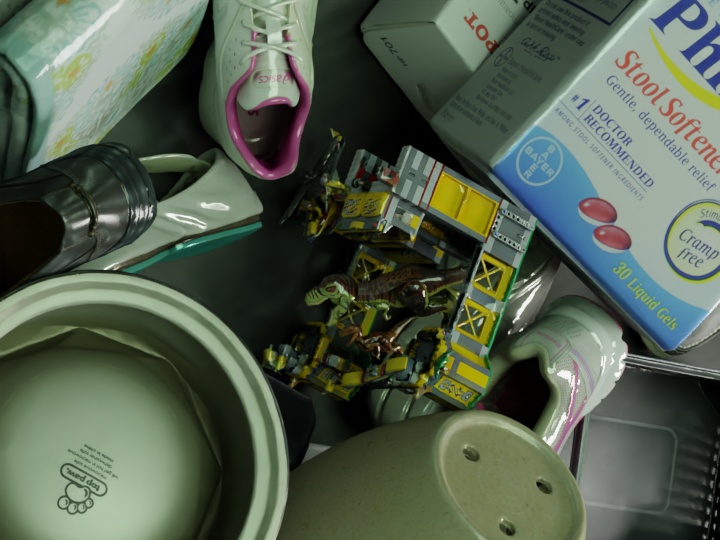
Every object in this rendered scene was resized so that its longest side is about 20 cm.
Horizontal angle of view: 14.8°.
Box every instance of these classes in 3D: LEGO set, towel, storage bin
[{"bbox_3d":[0.000,0.000,1.610,0.116,0.200,0.154,28,84,-28],"label":"LEGO set"},{"bbox_3d":[-0.145,-0.125,1.512,0.048,0.200,0.171,38,66,5],"label":"towel"},{"bbox_3d":[0.189,0.129,1.805,0.200,0.094,0.136,11,85,-34],"label":"storage bin"}]

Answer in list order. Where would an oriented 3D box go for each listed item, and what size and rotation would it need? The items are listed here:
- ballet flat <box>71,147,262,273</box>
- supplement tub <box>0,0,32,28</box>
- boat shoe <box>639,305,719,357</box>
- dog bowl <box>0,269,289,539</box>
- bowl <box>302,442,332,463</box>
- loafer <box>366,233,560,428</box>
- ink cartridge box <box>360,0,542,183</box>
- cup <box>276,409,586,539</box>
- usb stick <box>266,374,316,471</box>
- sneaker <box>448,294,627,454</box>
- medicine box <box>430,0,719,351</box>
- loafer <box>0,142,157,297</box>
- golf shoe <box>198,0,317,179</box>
[{"bbox_3d":[-0.129,-0.028,1.576,0.200,0.069,0.070,-24,106,-56],"label":"ballet flat"},{"bbox_3d":[-0.229,-0.172,1.481,0.132,0.132,0.200,47,66,-26],"label":"supplement tub"},{"bbox_3d":[0.265,-0.015,1.871,0.200,0.065,0.072,-40,114,-27],"label":"boat shoe"},{"bbox_3d":[-0.142,0.104,1.445,0.200,0.074,0.201,4,78,-19],"label":"dog bowl"},{"bbox_3d":[-0.055,0.196,1.609,0.199,0.075,0.200,7,50,-37],"label":"bowl"},{"bbox_3d":[0.071,0.031,1.742,0.200,0.070,0.070,-52,155,-19],"label":"loafer"},{"bbox_3d":[0.116,-0.173,1.751,0.147,0.086,0.200,49,63,-27],"label":"ink cartridge box"},{"bbox_3d":[0.046,0.159,1.556,0.200,0.143,0.201,23,40,-21],"label":"cup"},{"bbox_3d":[-0.113,0.056,1.602,0.200,0.033,0.056,30,55,-20],"label":"usb stick"},{"bbox_3d":[0.083,0.107,1.687,0.088,0.081,0.200,-6,122,-59],"label":"sneaker"},{"bbox_3d":[0.180,-0.090,1.664,0.200,0.103,0.182,-47,117,0],"label":"medicine box"},{"bbox_3d":[-0.202,-0.010,1.465,0.072,0.200,0.073,-28,89,-57],"label":"loafer"},{"bbox_3d":[-0.051,-0.145,1.587,0.075,0.092,0.200,-6,121,-11],"label":"golf shoe"}]
